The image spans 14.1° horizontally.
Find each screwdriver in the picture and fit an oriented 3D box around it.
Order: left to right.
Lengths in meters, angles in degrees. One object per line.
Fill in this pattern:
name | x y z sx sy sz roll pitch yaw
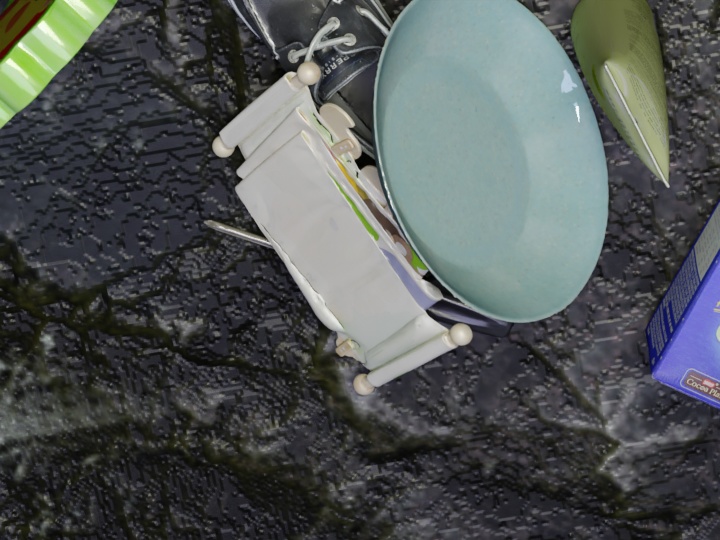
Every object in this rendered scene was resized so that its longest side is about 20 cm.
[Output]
screwdriver | 0.000 0.000 1.786 0.200 0.029 0.028 20 113 3

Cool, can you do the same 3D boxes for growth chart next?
growth chart | -0.011 -0.022 1.716 0.145 0.018 0.200 -21 103 53

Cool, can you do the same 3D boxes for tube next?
tube | 0.147 -0.111 1.633 0.058 0.200 0.052 19 110 -7

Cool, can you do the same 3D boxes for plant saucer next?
plant saucer | 0.065 -0.065 1.680 0.039 0.201 0.201 -15 115 42

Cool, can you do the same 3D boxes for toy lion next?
toy lion | -0.160 -0.156 1.620 0.069 0.192 0.200 43 117 -15

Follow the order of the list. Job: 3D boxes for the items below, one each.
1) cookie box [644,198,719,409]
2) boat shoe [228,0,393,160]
cookie box | 0.291 0.002 1.743 0.171 0.075 0.200 24 112 -10
boat shoe | -0.014 -0.127 1.702 0.072 0.068 0.200 -36 107 15
